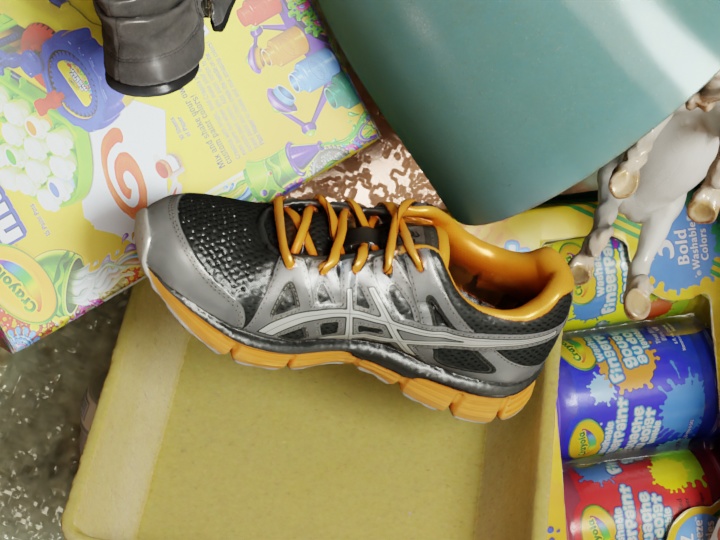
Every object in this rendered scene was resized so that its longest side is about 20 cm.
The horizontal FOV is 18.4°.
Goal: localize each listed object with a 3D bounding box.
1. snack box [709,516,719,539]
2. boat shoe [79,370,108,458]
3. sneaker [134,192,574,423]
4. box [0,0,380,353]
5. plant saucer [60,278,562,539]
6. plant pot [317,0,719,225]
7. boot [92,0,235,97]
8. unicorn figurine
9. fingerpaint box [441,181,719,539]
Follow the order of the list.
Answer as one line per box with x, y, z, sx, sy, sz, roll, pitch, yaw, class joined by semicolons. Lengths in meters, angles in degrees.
0.226;0.062;1.039;0.072;0.024;0.201;-8;133;-29;snack box
-0.037;0.102;1.051;0.200;0.070;0.072;14;119;6;boat shoe
0.000;0.000;0.938;0.199;0.079;0.077;15;133;-25;sneaker
-0.131;-0.101;0.999;0.192;0.122;0.201;-30;102;-13;box
-0.016;0.079;0.983;0.199;0.200;0.049;10;130;1;plant saucer
0.066;-0.146;0.968;0.201;0.200;0.161;-44;103;-10;plant pot
-0.072;-0.177;0.905;0.200;0.069;0.132;-61;152;-33;boot
0.131;-0.052;1.010;0.074;0.200;0.138;36;50;-17;unicorn figurine
0.111;0.063;1.110;0.166;0.073;0.201;-7;95;-17;fingerpaint box
